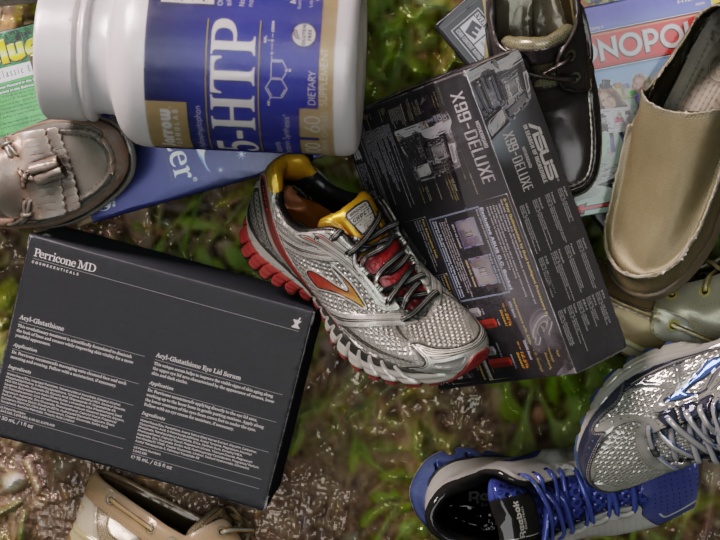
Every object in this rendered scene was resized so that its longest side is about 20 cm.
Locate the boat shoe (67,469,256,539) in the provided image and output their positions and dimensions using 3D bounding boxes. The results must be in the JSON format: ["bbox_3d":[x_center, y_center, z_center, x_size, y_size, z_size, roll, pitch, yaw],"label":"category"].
[{"bbox_3d":[-0.104,0.196,1.233,0.199,0.071,0.065,19,98,4],"label":"boat shoe"}]

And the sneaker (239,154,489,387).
[{"bbox_3d":[0.000,0.000,1.142,0.200,0.078,0.082,37,139,22],"label":"sneaker"}]

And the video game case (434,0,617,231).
[{"bbox_3d":[0.181,-0.146,1.194,0.181,0.026,0.200,-40,90,8],"label":"video game case"}]

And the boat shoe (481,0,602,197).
[{"bbox_3d":[0.109,-0.141,1.127,0.073,0.065,0.201,-14,95,5],"label":"boat shoe"}]

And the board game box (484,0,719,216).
[{"bbox_3d":[0.190,-0.112,1.169,0.199,0.029,0.136,-11,95,7],"label":"board game box"}]

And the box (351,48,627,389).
[{"bbox_3d":[0.075,-0.028,1.150,0.050,0.157,0.201,-23,95,-31],"label":"box"}]

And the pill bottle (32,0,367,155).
[{"bbox_3d":[-0.097,-0.135,1.120,0.199,0.120,0.121,2,96,3],"label":"pill bottle"}]

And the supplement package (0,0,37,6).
[{"bbox_3d":[-0.163,-0.251,1.158,0.199,0.121,0.121,-5,84,5],"label":"supplement package"}]

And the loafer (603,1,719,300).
[{"bbox_3d":[0.197,-0.081,1.110,0.076,0.067,0.201,18,86,35],"label":"loafer"}]

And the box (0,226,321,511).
[{"bbox_3d":[-0.137,0.063,1.218,0.199,0.079,0.142,15,100,4],"label":"box"}]

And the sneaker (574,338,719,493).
[{"bbox_3d":[0.221,0.083,1.104,0.199,0.085,0.077,-34,116,13],"label":"sneaker"}]

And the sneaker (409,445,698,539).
[{"bbox_3d":[0.129,0.156,1.185,0.198,0.115,0.081,-9,96,6],"label":"sneaker"}]

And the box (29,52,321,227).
[{"bbox_3d":[-0.111,-0.114,1.200,0.199,0.032,0.122,-15,95,5],"label":"box"}]

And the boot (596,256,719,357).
[{"bbox_3d":[0.238,-0.002,1.155,0.199,0.072,0.155,24,121,-4],"label":"boot"}]

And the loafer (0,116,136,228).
[{"bbox_3d":[-0.241,-0.056,1.188,0.199,0.063,0.072,-9,98,31],"label":"loafer"}]

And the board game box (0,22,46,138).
[{"bbox_3d":[-0.165,-0.132,1.228,0.199,0.023,0.105,-13,97,6],"label":"board game box"}]
